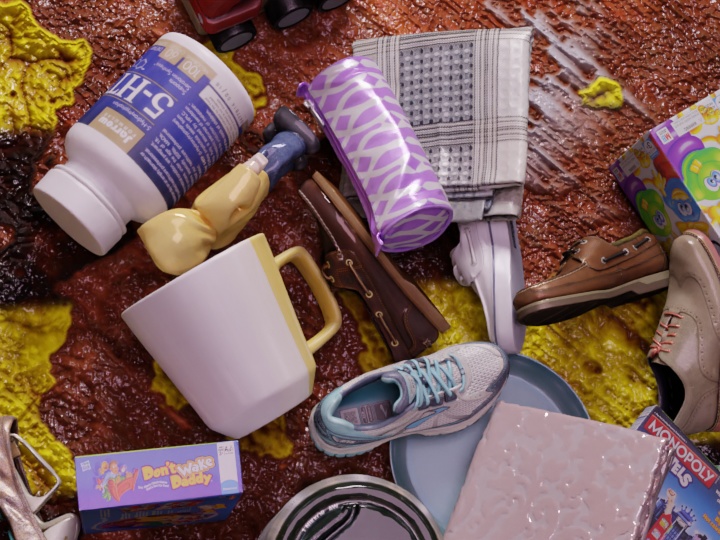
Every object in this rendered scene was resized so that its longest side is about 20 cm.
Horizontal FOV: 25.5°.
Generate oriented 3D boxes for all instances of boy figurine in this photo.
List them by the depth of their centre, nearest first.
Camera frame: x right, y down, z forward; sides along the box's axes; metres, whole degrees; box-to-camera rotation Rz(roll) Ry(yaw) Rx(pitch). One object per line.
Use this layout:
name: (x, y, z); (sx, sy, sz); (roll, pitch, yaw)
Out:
boy figurine: (-0.127, -0.066, 1.490); (0.064, 0.124, 0.200); (47, 63, 1)

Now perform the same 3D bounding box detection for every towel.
towel: (0.167, 0.224, 1.422); (0.191, 0.032, 0.200); (9, 66, 37)
towel: (0.072, -0.141, 1.550); (0.192, 0.035, 0.201); (-1, 75, 18)

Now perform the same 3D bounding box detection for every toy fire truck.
toy fire truck: (-0.075, -0.295, 1.520); (0.176, 0.200, 0.129); (-24, 80, -14)

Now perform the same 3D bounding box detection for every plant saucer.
plant saucer: (0.126, 0.175, 1.514); (0.199, 0.027, 0.201); (1, 72, -4)

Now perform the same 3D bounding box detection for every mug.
mug: (-0.102, 0.059, 1.460); (0.186, 0.149, 0.153); (-30, 90, -8)

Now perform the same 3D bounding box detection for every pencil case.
pencil case: (0.013, -0.111, 1.501); (0.085, 0.084, 0.200); (-14, 60, -26)

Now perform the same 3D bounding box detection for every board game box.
board game box: (-0.177, 0.191, 1.379); (0.134, 0.200, 0.045); (-4, 76, -10)
board game box: (0.303, 0.233, 1.502); (0.200, 0.062, 0.200); (46, 70, -8)
board game box: (0.356, -0.058, 1.572); (0.103, 0.105, 0.200); (-30, 82, -21)

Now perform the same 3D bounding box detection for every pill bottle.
pill bottle: (-0.206, -0.115, 1.496); (0.120, 0.120, 0.200); (40, 73, 3)

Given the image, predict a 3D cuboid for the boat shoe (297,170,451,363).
boat shoe: (0.000, 0.000, 1.515); (0.070, 0.070, 0.200); (-38, 92, 5)

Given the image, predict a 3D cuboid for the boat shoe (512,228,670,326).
boat shoe: (0.218, 0.005, 1.539); (0.200, 0.072, 0.068); (-10, 78, -40)

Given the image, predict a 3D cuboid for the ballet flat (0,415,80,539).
ballet flat: (-0.292, 0.218, 1.423); (0.067, 0.068, 0.200); (-27, 82, -10)

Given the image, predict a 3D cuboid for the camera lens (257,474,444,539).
camera lens: (-0.015, 0.267, 1.385); (0.159, 0.200, 0.161); (2, 75, -8)

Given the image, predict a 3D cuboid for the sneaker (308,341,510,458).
sneaker: (0.050, 0.117, 1.466); (0.199, 0.086, 0.078); (-22, 74, -10)

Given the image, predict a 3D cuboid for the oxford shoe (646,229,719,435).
oxford shoe: (0.314, 0.062, 1.527); (0.075, 0.070, 0.201); (-9, 95, -24)

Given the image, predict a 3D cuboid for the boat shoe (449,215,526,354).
boat shoe: (0.120, -0.012, 1.553); (0.065, 0.074, 0.201); (-11, 68, 16)
